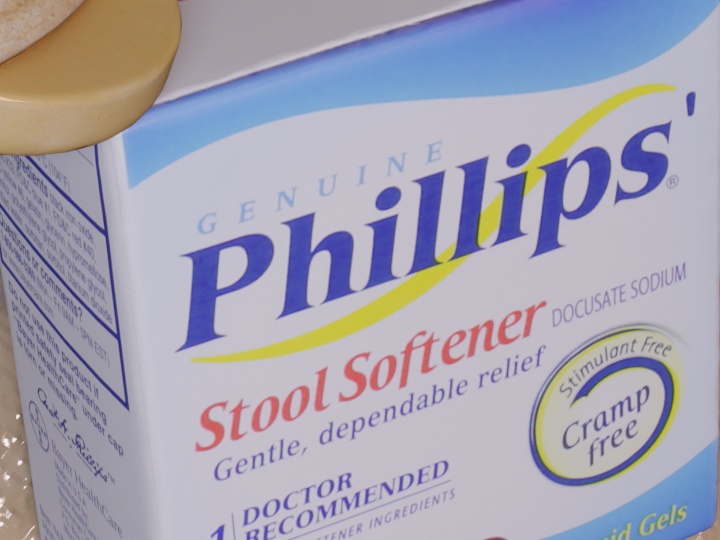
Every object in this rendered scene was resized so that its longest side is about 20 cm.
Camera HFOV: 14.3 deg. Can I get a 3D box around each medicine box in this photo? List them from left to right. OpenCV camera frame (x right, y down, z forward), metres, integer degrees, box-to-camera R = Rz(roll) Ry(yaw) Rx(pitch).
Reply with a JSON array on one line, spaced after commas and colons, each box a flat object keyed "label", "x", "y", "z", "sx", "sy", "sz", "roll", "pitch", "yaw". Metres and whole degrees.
[{"label": "medicine box", "x": 0.000, "y": 0.000, "z": 0.807, "sx": 0.182, "sy": 0.103, "sz": 0.200, "roll": -19, "pitch": 126, "yaw": -22}]

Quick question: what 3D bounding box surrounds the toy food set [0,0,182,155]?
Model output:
[{"label": "toy food set", "x": -0.154, "y": -0.087, "z": 0.690, "sx": 0.200, "sy": 0.198, "sz": 0.049, "roll": -11, "pitch": 130, "yaw": -26}]
